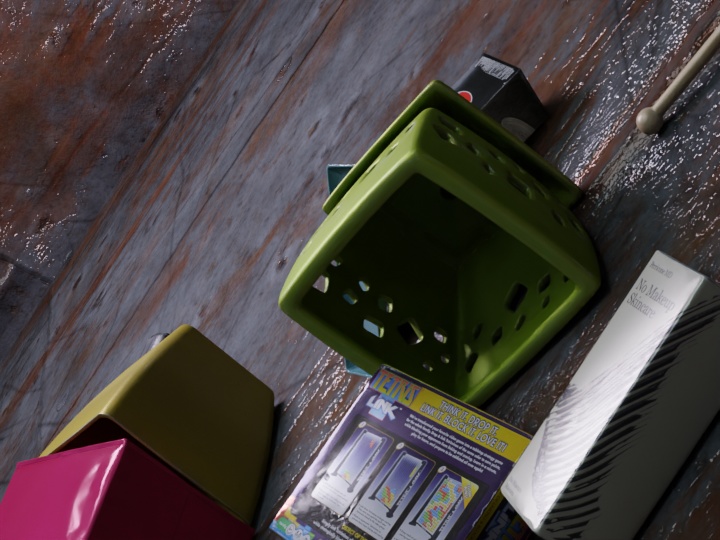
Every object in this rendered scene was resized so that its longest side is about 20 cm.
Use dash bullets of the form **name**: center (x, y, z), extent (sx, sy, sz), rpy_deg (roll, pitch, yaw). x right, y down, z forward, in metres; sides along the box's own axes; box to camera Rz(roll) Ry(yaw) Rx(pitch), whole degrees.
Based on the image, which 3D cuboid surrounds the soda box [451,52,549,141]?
- **soda box**: center (0.085, -0.111, 1.411), extent (0.200, 0.071, 0.063), rpy_deg (-46, 37, -8)

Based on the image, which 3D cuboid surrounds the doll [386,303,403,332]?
- **doll**: center (0.016, 0.034, 1.487), extent (0.137, 0.048, 0.201), rpy_deg (-48, 28, 24)

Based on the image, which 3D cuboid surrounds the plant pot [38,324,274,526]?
- **plant pot**: center (-0.210, 0.182, 1.623), extent (0.200, 0.200, 0.177), rpy_deg (-36, 21, 47)

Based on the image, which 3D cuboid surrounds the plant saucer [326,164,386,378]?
- **plant saucer**: center (0.000, 0.000, 1.379), extent (0.070, 0.019, 0.202), rpy_deg (6, 104, 59)

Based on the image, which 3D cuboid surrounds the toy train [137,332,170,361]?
- **toy train**: center (-0.240, 0.175, 1.799), extent (0.085, 0.113, 0.201), rpy_deg (-26, 37, 56)

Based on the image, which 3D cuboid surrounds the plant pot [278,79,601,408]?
- **plant pot**: center (0.071, -0.028, 1.243), extent (0.200, 0.198, 0.182), rpy_deg (-46, 17, 31)

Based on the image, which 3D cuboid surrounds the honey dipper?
- **honey dipper**: center (0.289, -0.188, 1.176), extent (0.200, 0.038, 0.038), rpy_deg (-52, 21, 24)

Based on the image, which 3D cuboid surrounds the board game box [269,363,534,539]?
- **board game box**: center (0.040, 0.177, 1.118), extent (0.166, 0.057, 0.199), rpy_deg (-53, 35, -10)

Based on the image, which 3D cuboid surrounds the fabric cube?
- **fabric cube**: center (-0.259, 0.316, 1.474), extent (0.195, 0.200, 0.201), rpy_deg (-18, 43, 41)

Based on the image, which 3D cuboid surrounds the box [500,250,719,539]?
- **box**: center (0.182, 0.093, 0.977), extent (0.201, 0.068, 0.082), rpy_deg (-58, 19, 4)
